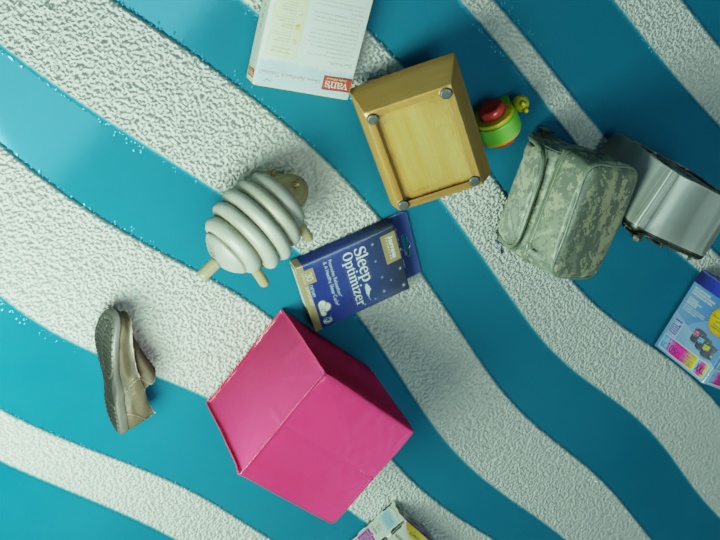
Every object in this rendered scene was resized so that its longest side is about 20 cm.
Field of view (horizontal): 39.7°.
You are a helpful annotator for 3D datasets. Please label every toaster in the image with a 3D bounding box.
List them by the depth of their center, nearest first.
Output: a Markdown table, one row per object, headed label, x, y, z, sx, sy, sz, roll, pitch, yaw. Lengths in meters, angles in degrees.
| label | x | y | z | sx | sy | sz | roll | pitch | yaw |
| --- | --- | --- | --- | --- | --- | --- | --- | --- | --- |
| toaster | 0.474 | -0.114 | 1.588 | 0.180 | 0.200 | 0.119 | 18 | 112 | -31 |

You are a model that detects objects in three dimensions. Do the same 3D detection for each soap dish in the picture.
| label | x | y | z | sx | sy | sz | roll | pitch | yaw |
| --- | --- | --- | --- | --- | --- | --- | --- | --- | --- |
| soap dish | 0.088 | -0.188 | 1.410 | 0.156 | 0.082 | 0.201 | -17 | 124 | 10 |

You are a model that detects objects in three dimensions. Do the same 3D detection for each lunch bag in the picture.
| label | x | y | z | sx | sy | sz | roll | pitch | yaw |
| --- | --- | --- | --- | --- | --- | --- | --- | --- | --- |
| lunch bag | 0.300 | -0.101 | 1.532 | 0.138 | 0.167 | 0.202 | 0 | 115 | -39 |

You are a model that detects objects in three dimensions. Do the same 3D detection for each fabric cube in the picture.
| label | x | y | z | sx | sy | sz | roll | pitch | yaw |
| --- | --- | --- | --- | --- | --- | --- | --- | --- | --- |
| fabric cube | -0.080 | 0.220 | 1.503 | 0.199 | 0.196 | 0.200 | 36 | 98 | -35 |

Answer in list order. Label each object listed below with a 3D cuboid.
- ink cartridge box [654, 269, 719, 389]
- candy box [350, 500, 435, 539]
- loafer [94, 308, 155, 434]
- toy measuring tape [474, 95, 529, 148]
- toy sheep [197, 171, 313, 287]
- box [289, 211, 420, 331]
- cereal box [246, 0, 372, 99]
| label | x | y | z | sx | sy | sz | roll | pitch | yaw |
| --- | --- | --- | --- | --- | --- | --- | --- | --- | --- |
| ink cartridge box | 0.651 | 0.094 | 1.818 | 0.076 | 0.136 | 0.201 | 19 | 107 | -37 |
| candy box | 0.034 | 0.531 | 1.804 | 0.200 | 0.061 | 0.136 | -43 | 125 | 1 |
| loafer | -0.332 | 0.137 | 1.425 | 0.070 | 0.073 | 0.202 | -16 | 127 | -29 |
| toy measuring tape | 0.173 | -0.196 | 1.480 | 0.199 | 0.074 | 0.074 | -35 | 125 | -5 |
| toy sheep | -0.145 | -0.057 | 1.368 | 0.200 | 0.137 | 0.138 | -49 | 127 | -17 |
| box | 0.000 | 0.000 | 1.526 | 0.199 | 0.032 | 0.122 | -25 | 124 | -13 |
| cereal box | -0.061 | -0.335 | 1.314 | 0.143 | 0.040 | 0.202 | 5 | 114 | -27 |
